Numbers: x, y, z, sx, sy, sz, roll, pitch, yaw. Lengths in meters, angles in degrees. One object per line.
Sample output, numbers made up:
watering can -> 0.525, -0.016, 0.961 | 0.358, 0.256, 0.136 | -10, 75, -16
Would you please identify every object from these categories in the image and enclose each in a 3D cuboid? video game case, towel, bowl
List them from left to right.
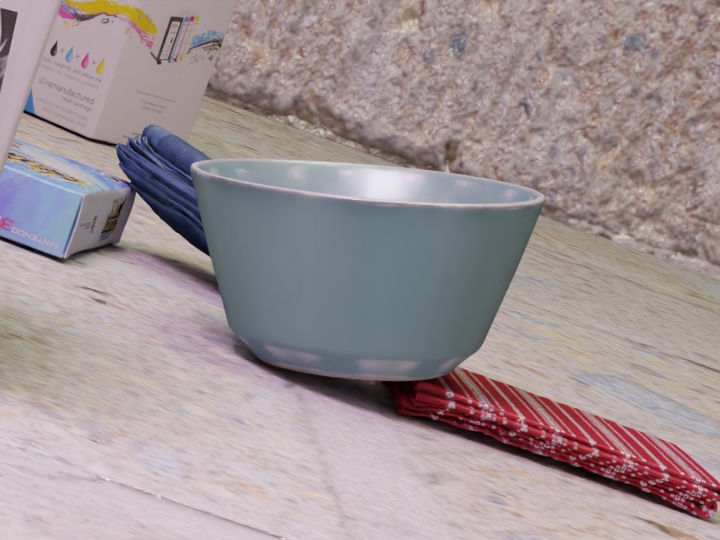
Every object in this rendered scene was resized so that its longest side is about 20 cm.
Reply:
video game case -> -0.251, -0.066, 1.739 | 0.199, 0.046, 0.181 | 20, 6, 4
towel -> -0.068, -0.019, 1.771 | 0.200, 0.049, 0.112 | 32, -9, 41
bowl -> 0.000, 0.000, 1.554 | 0.199, 0.106, 0.201 | 5, 8, -1
towel -> 0.105, 0.091, 1.609 | 0.199, 0.023, 0.145 | 20, 6, -9

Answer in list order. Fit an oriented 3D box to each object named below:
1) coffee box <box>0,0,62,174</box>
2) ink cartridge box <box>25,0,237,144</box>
coffee box -> -0.240, -0.114, 1.218 | 0.199, 0.199, 0.200 | 18, 27, -9
ink cartridge box -> -0.224, -0.226, 2.549 | 0.147, 0.201, 0.144 | 23, 6, 33
